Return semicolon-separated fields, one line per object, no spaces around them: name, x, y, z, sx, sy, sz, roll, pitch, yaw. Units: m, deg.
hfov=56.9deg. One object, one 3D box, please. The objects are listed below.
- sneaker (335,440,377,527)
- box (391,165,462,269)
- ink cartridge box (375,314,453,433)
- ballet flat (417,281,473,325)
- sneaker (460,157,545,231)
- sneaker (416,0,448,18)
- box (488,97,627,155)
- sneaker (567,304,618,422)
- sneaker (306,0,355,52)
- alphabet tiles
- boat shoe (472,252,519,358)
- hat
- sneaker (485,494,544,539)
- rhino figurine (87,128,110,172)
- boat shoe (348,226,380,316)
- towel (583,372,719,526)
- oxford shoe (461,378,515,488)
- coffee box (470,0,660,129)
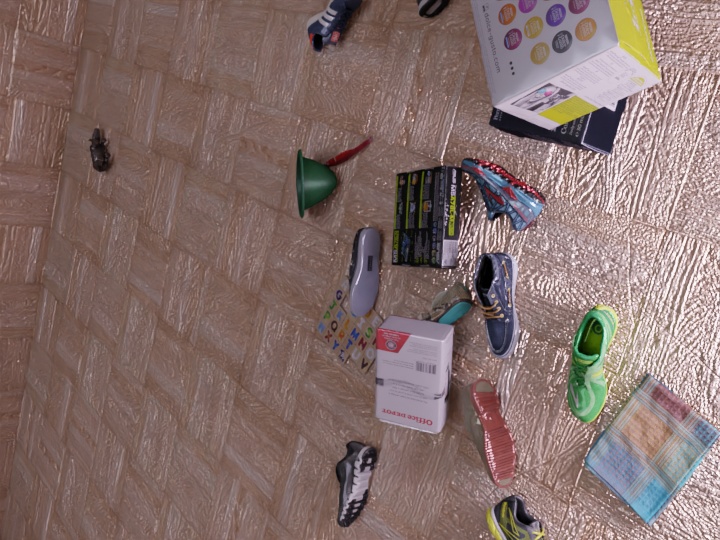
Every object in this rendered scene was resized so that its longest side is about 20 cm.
sneaker;-0.023;0.487;1.538;0.089;0.065;0.205;23;100;44
box;0.135;-0.108;1.389;0.192;0.046;0.206;2;90;63
ink cartridge box;0.108;0.208;1.349;0.143;0.083;0.206;9;110;22
ballet flat;0.158;0.099;1.384;0.201;0.067;0.076;-50;37;30
sneaker;0.257;-0.147;1.285;0.200;0.078;0.097;43;118;36
sneaker;0.180;-0.636;1.381;0.199;0.074;0.118;-29;70;42
box;0.358;-0.328;1.168;0.194;0.122;0.206;24;104;43
sneaker;0.387;0.159;1.142;0.073;0.082;0.206;12;97;42
sneaker;-0.058;-0.600;1.615;0.198;0.073;0.087;-21;72;51
alphabet tiles;-0.021;0.140;1.588;0.201;0.007;0.169;49;120;34
boat shoe;0.253;0.067;1.269;0.070;0.090;0.207;-1;87;43
hat;-0.067;-0.220;1.642;0.200;0.171;0.171;156;110;-80
sneaker;0.308;0.505;1.208;0.085;0.073;0.201;-54;55;27
rhino figurine;-0.994;-0.461;2.514;0.088;0.059;0.204;-50;53;42
boat shoe;0.000;0.000;1.537;0.066;0.068;0.206;14;101;60
towel;0.474;0.295;1.095;0.146;0.021;0.203;43;116;36
oxford shoe;0.247;0.318;1.293;0.074;0.069;0.206;-39;57;58
coffee box;0.307;-0.358;0.997;0.195;0.197;0.206;-19;76;39
